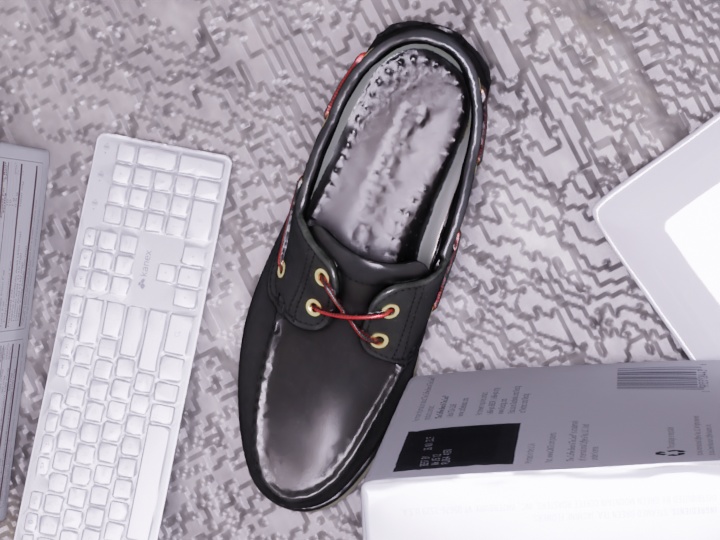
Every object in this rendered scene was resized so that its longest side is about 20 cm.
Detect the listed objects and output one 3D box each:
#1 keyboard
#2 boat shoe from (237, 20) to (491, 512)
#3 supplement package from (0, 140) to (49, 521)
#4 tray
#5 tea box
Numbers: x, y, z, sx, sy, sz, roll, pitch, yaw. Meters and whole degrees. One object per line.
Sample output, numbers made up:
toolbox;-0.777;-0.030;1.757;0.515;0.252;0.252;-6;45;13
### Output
keyboard;-0.097;0.046;1.169;0.056;0.011;0.201;9;80;8
boat shoe;-0.003;-0.001;1.152;0.073;0.063;0.202;20;94;4
supplement package;-0.238;0.014;1.154;0.199;0.111;0.157;7;91;6
tray;0.189;0.026;1.149;0.107;0.022;0.200;-36;87;6
tea box;0.079;0.147;1.064;0.133;0.200;0.198;-3;99;6
